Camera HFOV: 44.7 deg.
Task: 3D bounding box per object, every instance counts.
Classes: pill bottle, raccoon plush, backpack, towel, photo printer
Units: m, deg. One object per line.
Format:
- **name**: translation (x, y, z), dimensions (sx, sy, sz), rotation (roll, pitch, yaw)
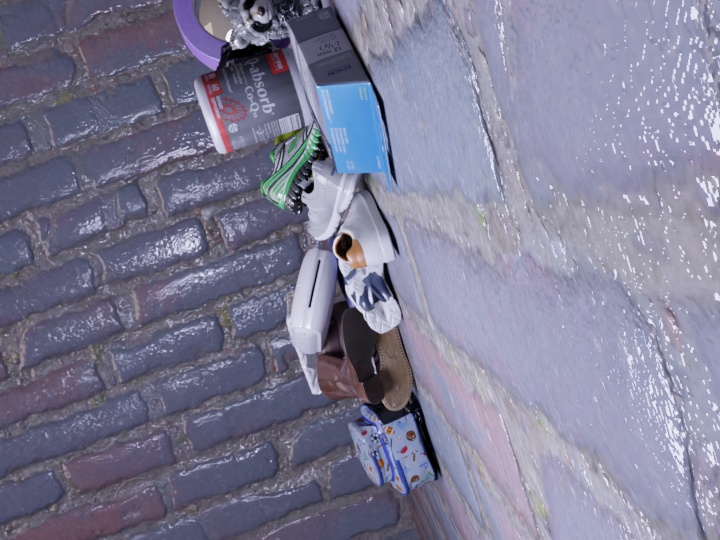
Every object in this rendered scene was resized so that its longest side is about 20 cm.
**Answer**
- **pill bottle**: translation (-0.131, -0.255, 1.274), dimensions (0.116, 0.198, 0.117), rotation (161, 90, -86)
- **raccoon plush**: translation (-0.124, -0.343, 1.229), dimensions (0.200, 0.133, 0.098), rotation (103, 146, -82)
- **backpack**: translation (0.070, 0.355, 1.764), dimensions (0.192, 0.153, 0.200), rotation (61, 174, -6)
- **towel**: translation (-0.033, -0.004, 1.691), dimensions (0.200, 0.024, 0.146), rotation (-119, 14, -67)
- **photo printer**: translation (-0.087, 0.057, 1.656), dimensions (0.200, 0.069, 0.168), rotation (98, -176, -72)

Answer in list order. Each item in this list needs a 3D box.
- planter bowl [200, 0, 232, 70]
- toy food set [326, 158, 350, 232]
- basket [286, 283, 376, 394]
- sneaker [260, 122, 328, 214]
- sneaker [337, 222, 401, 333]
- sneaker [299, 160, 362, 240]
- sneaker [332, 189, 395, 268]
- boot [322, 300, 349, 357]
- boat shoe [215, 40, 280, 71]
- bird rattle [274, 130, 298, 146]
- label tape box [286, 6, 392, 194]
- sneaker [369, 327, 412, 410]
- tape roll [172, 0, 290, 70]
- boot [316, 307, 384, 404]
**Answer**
- **planter bowl**: translation (-0.213, -0.473, 1.614), dimensions (0.135, 0.198, 0.202), rotation (-43, 63, 55)
- **toy food set**: translation (-0.049, -0.135, 1.669), dimensions (0.200, 0.060, 0.145), rotation (93, 157, -77)
- **basket**: translation (-0.050, 0.125, 1.909), dimensions (0.161, 0.196, 0.202), rotation (-114, 6, -65)
- **sneaker**: translation (-0.097, -0.196, 1.381), dimensions (0.202, 0.084, 0.078), rotation (-65, -15, -8)
- **sneaker**: translation (0.000, 0.000, 1.494), dimensions (0.201, 0.079, 0.130), rotation (62, 170, -20)
- **sneaker**: translation (-0.056, -0.116, 1.345), dimensions (0.075, 0.081, 0.200), rotation (-67, 5, -29)
- **sneaker**: translation (-0.008, -0.064, 1.315), dimensions (0.200, 0.084, 0.074), rotation (-111, 2, -65)
- **boot**: translation (-0.005, 0.147, 1.749), dimensions (0.071, 0.144, 0.201), rotation (85, 165, -55)
- **boat shoe**: translation (-0.138, -0.323, 1.362), dimensions (0.075, 0.199, 0.093), rotation (50, 145, 18)
- **bird rattle**: translation (-0.108, -0.262, 1.522), dimensions (0.164, 0.111, 0.202), rotation (81, 170, -57)
- **label tape box**: translation (-0.024, -0.200, 1.063), dimensions (0.144, 0.065, 0.201), rotation (76, 175, -51)
- **sneaker**: translation (0.045, 0.158, 1.663), dimensions (0.112, 0.070, 0.203), rotation (-142, 41, -75)
- **tape roll**: translation (-0.204, -0.429, 1.435), dimensions (0.066, 0.198, 0.202), rotation (113, 137, -85)
- **boot**: translation (-0.038, 0.162, 1.656), dimensions (0.199, 0.064, 0.189), rotation (-5, 99, 63)
